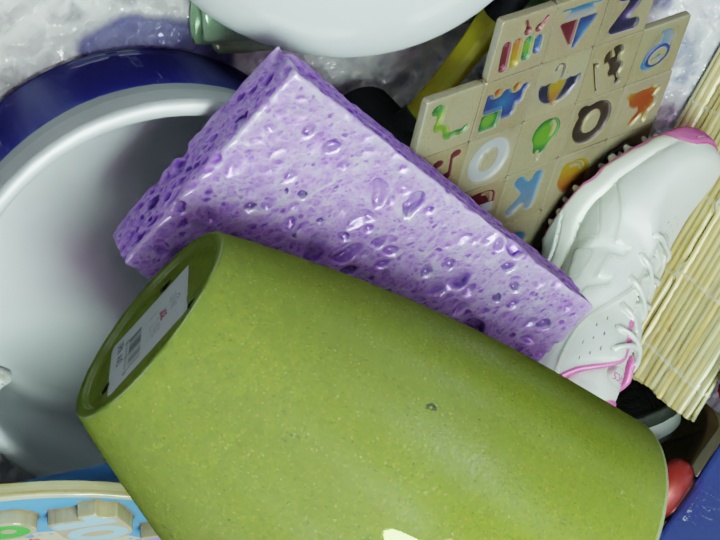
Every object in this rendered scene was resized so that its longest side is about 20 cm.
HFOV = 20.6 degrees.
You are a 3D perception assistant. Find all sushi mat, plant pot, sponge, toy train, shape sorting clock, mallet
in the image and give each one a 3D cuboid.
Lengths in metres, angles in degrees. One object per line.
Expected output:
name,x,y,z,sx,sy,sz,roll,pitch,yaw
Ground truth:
sushi mat,0.182,-0.030,1.001,0.012,0.096,0.200,11,112,-50
plant pot,-0.011,0.081,0.813,0.200,0.187,0.187,38,97,-18
sponge,0.000,0.000,0.878,0.112,0.030,0.200,-46,124,12
toy train,0.222,0.081,1.015,0.200,0.085,0.116,-54,166,-13
shape sorting clock,-0.133,0.139,0.925,0.200,0.039,0.200,-5,152,-3
mallet,0.052,-0.116,0.907,0.041,0.066,0.200,12,117,-48

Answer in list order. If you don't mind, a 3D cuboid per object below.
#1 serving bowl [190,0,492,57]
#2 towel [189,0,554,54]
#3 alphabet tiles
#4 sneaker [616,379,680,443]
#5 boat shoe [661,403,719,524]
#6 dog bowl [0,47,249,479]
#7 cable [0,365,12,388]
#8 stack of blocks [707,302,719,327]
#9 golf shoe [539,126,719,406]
serving bowl,-0.007,-0.179,0.821,0.200,0.066,0.200,-1,111,-2
towel,0.019,-0.180,0.900,0.200,0.023,0.153,-8,117,-17
alphabet tiles,0.080,-0.050,0.943,0.166,0.006,0.200,-22,142,-33
sneaker,0.081,0.135,1.043,0.200,0.084,0.121,-17,116,-4
boat shoe,0.149,0.165,1.097,0.063,0.073,0.201,30,93,-31
dog bowl,-0.096,0.003,0.910,0.200,0.079,0.200,-9,118,-18
cable,-0.257,0.025,0.820,0.200,0.069,0.200,40,115,-9
stack of blocks,0.255,-0.050,1.037,0.115,0.059,0.200,19,107,-29
golf shoe,0.116,0.019,0.975,0.200,0.092,0.075,-46,149,0
